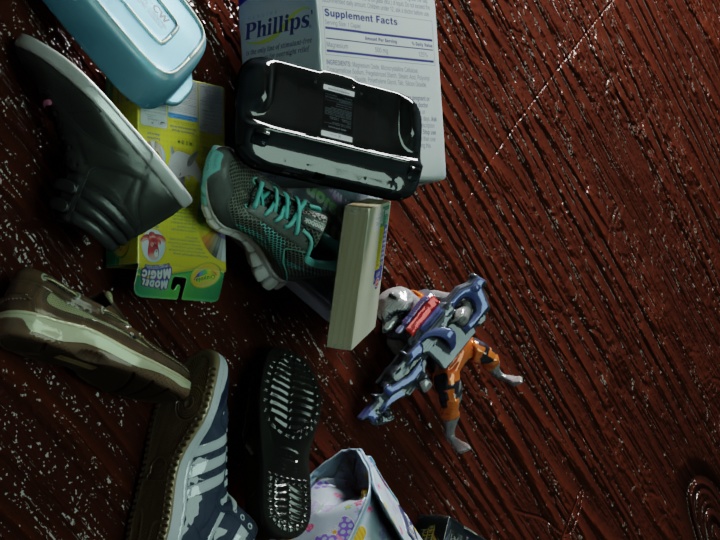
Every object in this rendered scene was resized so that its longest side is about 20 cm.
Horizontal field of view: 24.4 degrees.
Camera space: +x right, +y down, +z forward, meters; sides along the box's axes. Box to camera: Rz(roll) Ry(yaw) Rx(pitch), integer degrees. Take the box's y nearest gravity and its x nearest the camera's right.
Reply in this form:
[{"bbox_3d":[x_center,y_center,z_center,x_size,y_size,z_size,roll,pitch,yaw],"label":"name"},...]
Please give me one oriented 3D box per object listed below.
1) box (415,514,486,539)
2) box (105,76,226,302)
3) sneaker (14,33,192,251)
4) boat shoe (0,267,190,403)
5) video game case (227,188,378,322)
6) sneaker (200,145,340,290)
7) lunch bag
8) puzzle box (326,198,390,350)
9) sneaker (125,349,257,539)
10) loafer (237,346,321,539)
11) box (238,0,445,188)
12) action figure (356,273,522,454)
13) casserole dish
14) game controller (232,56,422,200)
[{"bbox_3d":[0.101,0.385,1.799,0.159,0.046,0.201,37,59,-43],"label":"box"},{"bbox_3d":[-0.174,-0.073,1.503,0.117,0.048,0.202,7,79,-51],"label":"box"},{"bbox_3d":[-0.242,-0.101,1.401,0.099,0.071,0.200,-43,100,-7],"label":"sneaker"},{"bbox_3d":[-0.218,0.052,1.417,0.202,0.074,0.075,30,58,-45],"label":"boat shoe"},{"bbox_3d":[-0.055,-0.074,1.669,0.200,0.023,0.183,42,56,-41],"label":"video game case"},{"bbox_3d":[-0.076,-0.052,1.524,0.200,0.091,0.078,50,45,-54],"label":"sneaker"},{"bbox_3d":[-0.002,0.295,1.622,0.170,0.126,0.200,62,38,-29],"label":"lunch bag"},{"bbox_3d":[0.000,0.000,1.613,0.200,0.025,0.134,-30,127,-82],"label":"puzzle box"},{"bbox_3d":[-0.138,0.180,1.503,0.108,0.070,0.201,28,71,-42],"label":"sneaker"},{"bbox_3d":[-0.088,0.165,1.575,0.073,0.071,0.201,28,49,-30],"label":"loafer"},{"bbox_3d":[-0.017,-0.183,1.628,0.183,0.104,0.202,-2,88,-50],"label":"box"},{"bbox_3d":[0.066,0.102,1.775,0.200,0.104,0.194,-42,114,-16],"label":"action figure"},{"bbox_3d":[-0.206,-0.233,1.444,0.200,0.039,0.121,51,41,-16],"label":"casserole dish"},{"bbox_3d":[-0.026,-0.129,1.514,0.199,0.042,0.105,11,66,-33],"label":"game controller"}]
